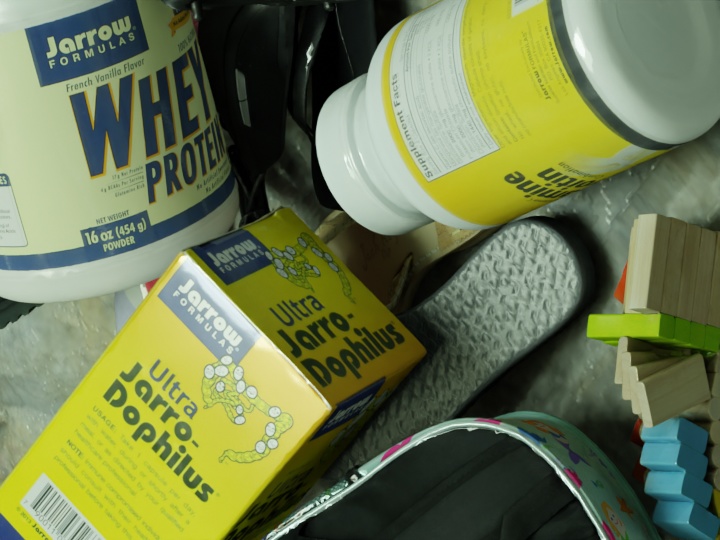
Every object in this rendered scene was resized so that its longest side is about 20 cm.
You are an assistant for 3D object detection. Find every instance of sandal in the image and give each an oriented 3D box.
[{"bbox_3d":[0.039,0.045,1.488,0.199,0.043,0.076,-32,85,22],"label":"sandal"},{"bbox_3d":[-0.020,-0.131,1.512,0.076,0.043,0.202,-157,65,-70],"label":"sandal"},{"bbox_3d":[-0.003,-0.005,1.531,0.212,0.069,0.078,-42,72,45],"label":"sandal"}]

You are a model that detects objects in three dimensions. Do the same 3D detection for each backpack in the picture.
[{"bbox_3d":[0.055,0.168,1.410,0.200,0.150,0.178,-41,72,24],"label":"backpack"}]

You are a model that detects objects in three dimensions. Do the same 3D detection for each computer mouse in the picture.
[{"bbox_3d":[-0.060,-0.075,1.510,0.201,0.046,0.141,97,167,-47],"label":"computer mouse"}]

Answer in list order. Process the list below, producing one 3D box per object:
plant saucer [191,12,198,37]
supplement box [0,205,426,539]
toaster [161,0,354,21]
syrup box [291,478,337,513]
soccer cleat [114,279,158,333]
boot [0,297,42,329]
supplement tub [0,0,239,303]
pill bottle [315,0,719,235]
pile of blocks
[{"bbox_3d":[-0.106,-0.221,1.587,0.200,0.051,0.202,18,116,43],"label":"plant saucer"},{"bbox_3d":[-0.080,0.082,1.455,0.110,0.109,0.200,45,119,10],"label":"supplement box"},{"bbox_3d":[-0.001,-0.196,1.366,0.200,0.180,0.120,149,114,-66],"label":"toaster"},{"bbox_3d":[0.016,0.171,1.559,0.079,0.081,0.201,-46,68,45],"label":"syrup box"},{"bbox_3d":[-0.116,0.041,1.668,0.076,0.066,0.202,-149,61,-67],"label":"soccer cleat"},{"bbox_3d":[-0.190,-0.075,1.562,0.169,0.199,0.076,59,172,-22],"label":"boot"},{"bbox_3d":[-0.150,-0.100,1.447,0.144,0.145,0.201,7,119,45],"label":"supplement tub"},{"bbox_3d":[0.073,-0.085,1.386,0.199,0.112,0.113,-24,85,44],"label":"pill bottle"},{"bbox_3d":[0.144,0.070,1.392,0.062,0.082,0.201,-3,100,46],"label":"pile of blocks"}]
